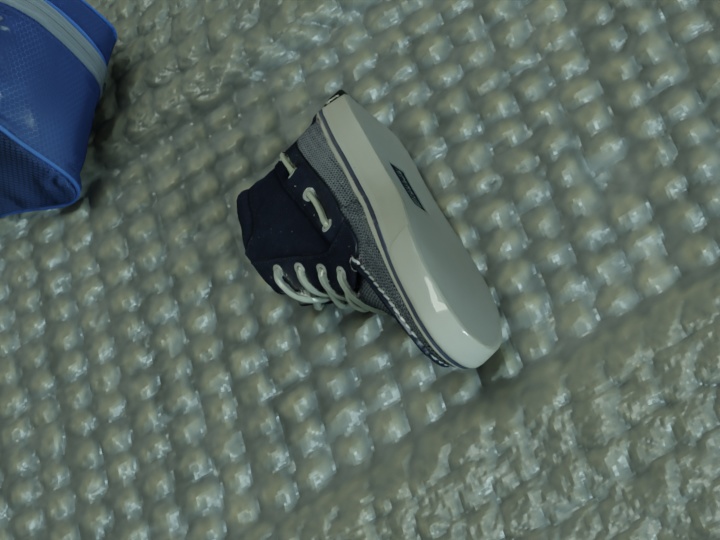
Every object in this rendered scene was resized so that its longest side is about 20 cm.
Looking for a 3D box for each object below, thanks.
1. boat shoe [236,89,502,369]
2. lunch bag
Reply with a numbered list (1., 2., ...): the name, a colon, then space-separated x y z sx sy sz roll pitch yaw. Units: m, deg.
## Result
1. boat shoe: 0.000 0.000 1.032 0.093 0.075 0.200 -42 39 15
2. lunch bag: -0.254 -0.116 1.230 0.199 0.136 0.133 -6 59 33
